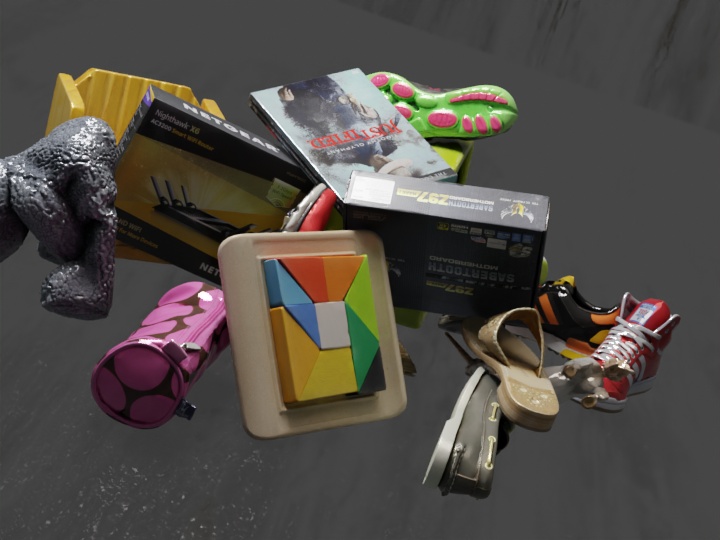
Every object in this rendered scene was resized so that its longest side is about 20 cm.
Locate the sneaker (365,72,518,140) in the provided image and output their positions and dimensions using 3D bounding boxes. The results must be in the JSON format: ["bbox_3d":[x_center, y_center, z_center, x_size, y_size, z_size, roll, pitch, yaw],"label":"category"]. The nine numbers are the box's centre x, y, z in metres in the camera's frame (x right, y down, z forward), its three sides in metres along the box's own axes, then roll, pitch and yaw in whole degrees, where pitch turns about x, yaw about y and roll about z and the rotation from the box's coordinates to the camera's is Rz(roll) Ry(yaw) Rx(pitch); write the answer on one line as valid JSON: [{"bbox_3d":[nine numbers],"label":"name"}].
[{"bbox_3d":[0.080,-0.176,1.816,0.200,0.077,0.084,10,-5,17],"label":"sneaker"}]

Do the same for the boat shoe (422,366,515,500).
[{"bbox_3d":[0.110,0.153,1.501,0.060,0.072,0.202,21,25,7],"label":"boat shoe"}]

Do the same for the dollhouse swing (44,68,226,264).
[{"bbox_3d":[-0.234,-0.115,1.804,0.200,0.182,0.176,8,10,-31],"label":"dollhouse swing"}]

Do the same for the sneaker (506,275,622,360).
[{"bbox_3d":[0.215,0.038,1.899,0.200,0.090,0.070,23,19,13],"label":"sneaker"}]

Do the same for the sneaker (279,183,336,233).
[{"bbox_3d":[-0.054,0.011,1.607,0.085,0.200,0.077,20,-20,-4],"label":"sneaker"}]

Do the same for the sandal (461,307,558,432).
[{"bbox_3d":[0.156,0.072,1.543,0.078,0.070,0.212,15,23,-16],"label":"sandal"}]

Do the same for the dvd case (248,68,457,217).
[{"bbox_3d":[-0.009,-0.140,1.721,0.146,0.022,0.200,-16,51,-29],"label":"dvd case"}]

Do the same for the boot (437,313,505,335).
[{"bbox_3d":[0.137,-0.002,1.765,0.073,0.154,0.204,13,-1,5],"label":"boot"}]

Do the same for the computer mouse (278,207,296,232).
[{"bbox_3d":[0.000,0.000,1.717,0.200,0.110,0.044,10,0,-15],"label":"computer mouse"}]

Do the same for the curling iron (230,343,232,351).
[{"bbox_3d":[-0.041,0.094,1.518,0.200,0.050,0.026,26,-15,-38],"label":"curling iron"}]

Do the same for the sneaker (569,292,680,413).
[{"bbox_3d":[0.294,0.089,1.796,0.071,0.113,0.200,26,20,22],"label":"sneaker"}]

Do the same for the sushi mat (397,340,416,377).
[{"bbox_3d":[-0.044,0.071,1.672,0.200,0.012,0.096,12,19,-21],"label":"sushi mat"}]

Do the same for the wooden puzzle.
[{"bbox_3d":[-0.036,0.054,1.486,0.037,0.185,0.200,-12,-5,43],"label":"wooden puzzle"}]

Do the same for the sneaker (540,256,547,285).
[{"bbox_3d":[0.147,-0.013,2.015,0.105,0.076,0.200,20,0,37],"label":"sneaker"}]

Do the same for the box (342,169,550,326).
[{"bbox_3d":[0.083,-0.020,1.609,0.200,0.158,0.051,9,53,5],"label":"box"}]

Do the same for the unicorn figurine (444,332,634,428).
[{"bbox_3d":[0.178,0.116,1.649,0.200,0.074,0.137,3,8,8],"label":"unicorn figurine"}]

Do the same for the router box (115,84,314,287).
[{"bbox_3d":[-0.169,-0.082,1.702,0.200,0.157,0.052,24,15,-21],"label":"router box"}]

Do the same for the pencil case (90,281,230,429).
[{"bbox_3d":[-0.165,0.070,1.429,0.091,0.094,0.200,37,19,-4],"label":"pencil case"}]

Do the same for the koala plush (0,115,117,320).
[{"bbox_3d":[-0.339,-0.063,1.550,0.200,0.184,0.177,2,22,-13],"label":"koala plush"}]

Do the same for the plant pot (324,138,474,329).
[{"bbox_3d":[0.017,-0.068,1.856,0.181,0.200,0.199,13,18,6],"label":"plant pot"}]
